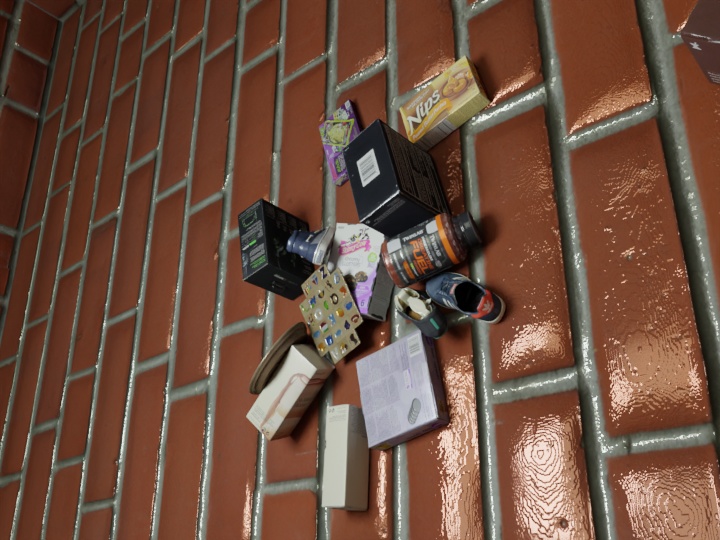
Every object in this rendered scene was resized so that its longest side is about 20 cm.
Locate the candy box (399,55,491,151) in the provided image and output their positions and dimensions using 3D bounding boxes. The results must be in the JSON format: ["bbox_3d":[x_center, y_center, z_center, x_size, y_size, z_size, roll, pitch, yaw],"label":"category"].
[{"bbox_3d":[0.186,-0.370,1.665,0.198,0.055,0.118,-35,52,29],"label":"candy box"}]

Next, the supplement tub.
[{"bbox_3d":[0.146,-0.049,1.518,0.196,0.107,0.109,-26,55,16],"label":"supplement tub"}]

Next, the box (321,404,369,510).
[{"bbox_3d":[-0.028,0.388,1.537,0.067,0.081,0.206,-14,62,37],"label":"box"}]

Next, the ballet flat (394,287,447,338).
[{"bbox_3d":[0.112,0.071,1.510,0.074,0.072,0.200,-59,29,6],"label":"ballet flat"}]

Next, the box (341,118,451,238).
[{"bbox_3d":[0.079,-0.177,1.584,0.122,0.196,0.204,-34,52,30],"label":"box"}]

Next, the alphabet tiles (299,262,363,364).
[{"bbox_3d":[-0.068,0.096,1.655,0.166,0.006,0.204,-42,65,38],"label":"alphabet tiles"}]

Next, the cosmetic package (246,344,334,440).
[{"bbox_3d":[-0.157,0.275,1.679,0.087,0.103,0.203,37,102,23],"label":"cosmetic package"}]

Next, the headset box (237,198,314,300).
[{"bbox_3d":[-0.204,-0.044,1.818,0.092,0.172,0.205,-29,56,29],"label":"headset box"}]

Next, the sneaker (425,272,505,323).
[{"bbox_3d":[0.192,0.042,1.467,0.198,0.084,0.077,19,86,46],"label":"sneaker"}]

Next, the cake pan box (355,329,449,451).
[{"bbox_3d":[0.081,0.242,1.515,0.182,0.052,0.205,-30,55,29],"label":"cake pan box"}]

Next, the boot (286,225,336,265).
[{"bbox_3d":[-0.112,-0.073,1.728,0.200,0.088,0.074,-67,-3,-77],"label":"boot"}]

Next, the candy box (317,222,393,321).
[{"bbox_3d":[0.000,0.000,1.676,0.165,0.071,0.206,4,77,45],"label":"candy box"}]

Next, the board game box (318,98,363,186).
[{"bbox_3d":[-0.041,-0.326,1.884,0.119,0.032,0.204,-33,52,25],"label":"board game box"}]

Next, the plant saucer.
[{"bbox_3d":[-0.182,0.207,1.701,0.029,0.200,0.202,36,100,12],"label":"plant saucer"}]

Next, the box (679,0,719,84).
[{"bbox_3d":[0.645,-0.404,1.163,0.165,0.163,0.203,36,98,44],"label":"box"}]
